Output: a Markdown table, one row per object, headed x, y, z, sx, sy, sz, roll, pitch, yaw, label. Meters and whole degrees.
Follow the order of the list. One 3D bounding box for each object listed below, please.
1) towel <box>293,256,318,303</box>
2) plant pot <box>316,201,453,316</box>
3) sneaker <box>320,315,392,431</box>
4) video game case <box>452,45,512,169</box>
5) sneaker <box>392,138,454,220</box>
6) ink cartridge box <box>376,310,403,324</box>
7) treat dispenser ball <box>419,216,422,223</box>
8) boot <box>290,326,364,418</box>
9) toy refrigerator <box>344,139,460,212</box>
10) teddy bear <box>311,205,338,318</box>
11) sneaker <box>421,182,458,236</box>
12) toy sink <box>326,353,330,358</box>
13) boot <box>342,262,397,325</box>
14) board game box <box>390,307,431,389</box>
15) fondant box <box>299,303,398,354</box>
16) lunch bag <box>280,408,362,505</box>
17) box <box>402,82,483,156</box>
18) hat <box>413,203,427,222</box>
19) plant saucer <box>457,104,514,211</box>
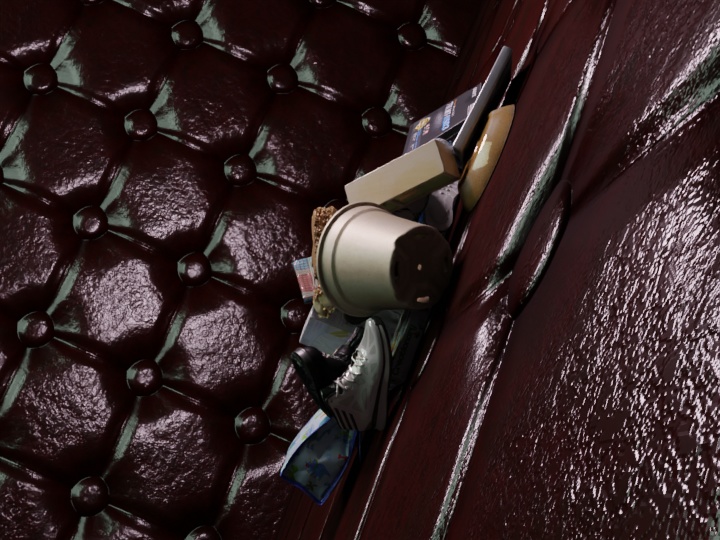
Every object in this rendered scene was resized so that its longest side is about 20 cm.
| x | y | z | sx | sy | sz | roll | pitch | yaw | label |
| --- | --- | --- | --- | --- | --- | --- | --- | --- | --- |
| -0.030 | -0.006 | 1.632 | 0.147 | 0.195 | 0.022 | -115 | 9 | -57 | towel |
| 0.053 | -0.013 | 1.397 | 0.182 | 0.198 | 0.204 | 7 | 72 | 56 | plant pot |
| -0.010 | 0.180 | 1.401 | 0.076 | 0.112 | 0.206 | -142 | 51 | -68 | sneaker |
| 0.230 | -0.298 | 1.551 | 0.203 | 0.022 | 0.182 | -63 | -10 | 1 | video game case |
| 0.118 | -0.164 | 1.595 | 0.201 | 0.075 | 0.115 | -53 | -10 | 18 | sneaker |
| 0.074 | 0.059 | 1.710 | 0.201 | 0.084 | 0.150 | 114 | 178 | -64 | ink cartridge box |
| 0.071 | -0.110 | 1.977 | 0.201 | 0.197 | 0.205 | -157 | 90 | -88 | treat dispenser ball |
| -0.036 | 0.160 | 1.496 | 0.157 | 0.079 | 0.212 | -41 | -30 | -14 | boot |
| 0.076 | -0.157 | 1.502 | 0.197 | 0.072 | 0.075 | -24 | -15 | 26 | toy refrigerator |
| -0.055 | -0.013 | 1.519 | 0.146 | 0.065 | 0.204 | 107 | 162 | -56 | teddy bear |
| 0.161 | -0.134 | 1.719 | 0.081 | 0.075 | 0.202 | 103 | -173 | -49 | sneaker |
| -0.010 | 0.200 | 1.812 | 0.201 | 0.128 | 0.114 | -72 | 6 | -59 | toy sink |
| 0.000 | 0.000 | 1.558 | 0.201 | 0.129 | 0.068 | -52 | -33 | -18 | boot |
| 0.087 | 0.109 | 1.494 | 0.126 | 0.034 | 0.204 | 122 | 170 | -73 | board game box |
| -0.015 | 0.131 | 1.653 | 0.145 | 0.196 | 0.059 | 118 | 172 | -62 | fondant box |
| -0.055 | 0.330 | 1.620 | 0.202 | 0.126 | 0.170 | -58 | 2 | 1 | lunch bag |
| 0.190 | -0.316 | 1.821 | 0.196 | 0.050 | 0.201 | -30 | 21 | 26 | box |
| 0.089 | -0.087 | 1.722 | 0.202 | 0.162 | 0.178 | -61 | -36 | -30 | hat |
| 0.216 | -0.205 | 1.473 | 0.200 | 0.035 | 0.204 | -157 | 89 | -88 | plant saucer |
